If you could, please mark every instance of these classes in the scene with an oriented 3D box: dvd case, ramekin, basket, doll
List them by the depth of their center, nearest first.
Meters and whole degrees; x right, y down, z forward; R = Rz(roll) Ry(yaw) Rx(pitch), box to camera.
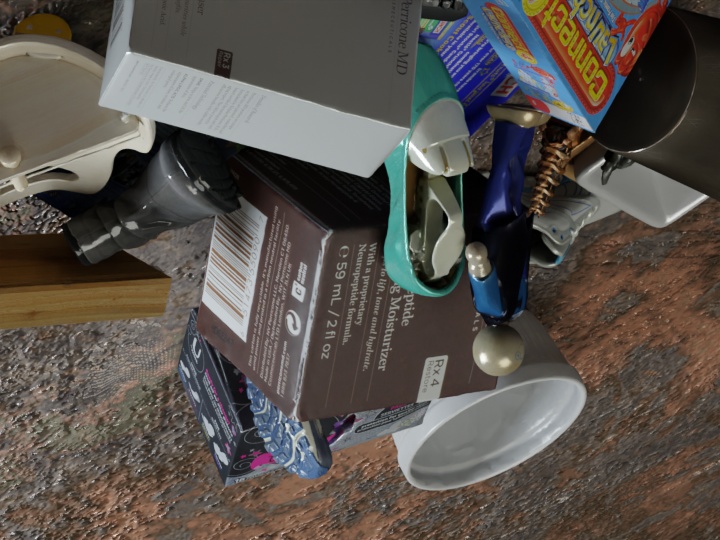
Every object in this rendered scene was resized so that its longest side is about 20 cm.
[{"bbox_3d":[0.106,-0.021,1.650,0.048,0.202,0.136,7,-172,16],"label":"doll"},{"bbox_3d":[-0.150,-0.102,1.665,0.199,0.018,0.143,-32,152,13],"label":"dvd case"},{"bbox_3d":[0.269,-0.127,1.687,0.179,0.137,0.199,-13,163,41],"label":"basket"},{"bbox_3d":[0.113,0.119,2.188,0.199,0.106,0.201,-21,153,-11],"label":"ramekin"}]

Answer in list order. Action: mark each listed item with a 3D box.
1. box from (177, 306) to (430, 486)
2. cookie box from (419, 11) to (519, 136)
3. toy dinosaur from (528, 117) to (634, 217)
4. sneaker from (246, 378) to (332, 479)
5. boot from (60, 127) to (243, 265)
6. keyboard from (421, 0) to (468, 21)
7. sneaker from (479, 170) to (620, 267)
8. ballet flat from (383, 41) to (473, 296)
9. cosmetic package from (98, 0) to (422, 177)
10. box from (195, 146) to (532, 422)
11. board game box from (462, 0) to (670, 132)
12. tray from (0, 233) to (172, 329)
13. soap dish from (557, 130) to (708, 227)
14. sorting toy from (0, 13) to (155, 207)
[{"bbox_3d":[-0.045,0.087,1.962,0.198,0.133,0.115,-16,153,-19],"label":"box"},{"bbox_3d":[0.055,-0.188,1.630,0.199,0.076,0.171,9,135,-47],"label":"cookie box"},{"bbox_3d":[0.172,-0.139,1.745,0.200,0.102,0.136,-46,154,-8],"label":"toy dinosaur"},{"bbox_3d":[-0.053,0.076,1.859,0.085,0.201,0.077,-11,157,-26],"label":"sneaker"},{"bbox_3d":[-0.156,-0.044,1.605,0.131,0.070,0.200,-27,176,1],"label":"boot"},{"bbox_3d":[-0.017,-0.211,1.481,0.198,0.040,0.105,5,132,-7],"label":"keyboard"},{"bbox_3d":[0.172,-0.042,1.979,0.199,0.087,0.075,-10,147,-32],"label":"sneaker"},{"bbox_3d":[0.054,-0.068,1.597,0.067,0.070,0.202,-22,127,-31],"label":"ballet flat"},{"bbox_3d":[-0.065,-0.147,1.469,0.198,0.114,0.081,12,153,-17],"label":"cosmetic package"},{"bbox_3d":[0.000,0.000,1.759,0.199,0.164,0.167,-7,119,-33],"label":"box"},{"bbox_3d":[0.160,-0.229,1.535,0.197,0.056,0.200,-60,148,-9],"label":"board game box"},{"bbox_3d":[-0.246,0.005,1.652,0.199,0.098,0.037,-5,115,-50],"label":"tray"},{"bbox_3d":[0.261,-0.124,1.916,0.157,0.082,0.200,-37,151,20],"label":"soap dish"},{"bbox_3d":[-0.247,-0.076,1.548,0.198,0.108,0.180,-21,159,-9],"label":"sorting toy"}]
